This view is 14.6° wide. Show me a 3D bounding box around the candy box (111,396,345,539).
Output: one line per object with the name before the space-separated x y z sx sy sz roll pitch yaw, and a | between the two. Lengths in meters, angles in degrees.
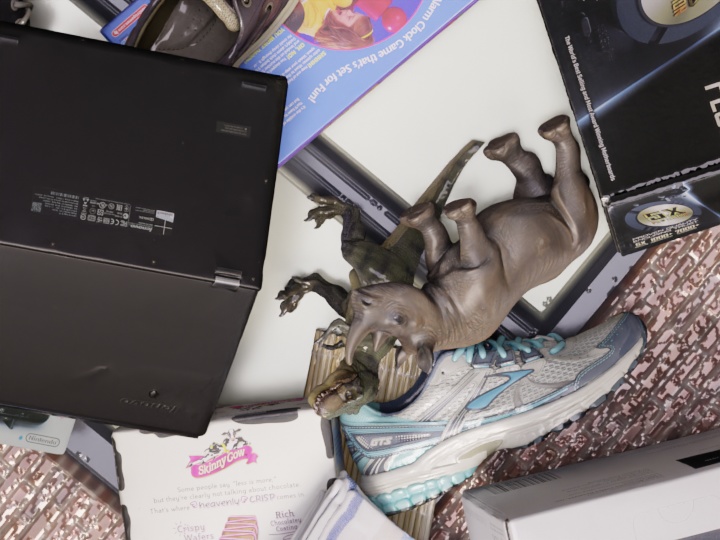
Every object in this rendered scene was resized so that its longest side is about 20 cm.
candy box | -0.070 0.184 1.726 0.136 0.061 0.201 -6 96 5

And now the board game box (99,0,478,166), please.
board game box | -0.039 -0.158 1.714 0.200 0.045 0.135 -39 91 6

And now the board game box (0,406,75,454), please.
board game box | -0.222 -0.002 1.694 0.147 0.064 0.201 14 98 -38

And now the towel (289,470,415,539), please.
towel | 0.014 0.234 1.690 0.200 0.024 0.147 43 70 -29

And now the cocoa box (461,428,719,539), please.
cocoa box | 0.178 0.179 1.669 0.199 0.133 0.132 -13 95 -9

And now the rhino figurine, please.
rhino figurine | 0.066 -0.004 1.680 0.200 0.060 0.088 -39 113 -23

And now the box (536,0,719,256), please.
box | 0.195 -0.133 1.644 0.163 0.086 0.200 -17 68 5

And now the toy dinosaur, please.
toy dinosaur | 0.000 0.000 1.720 0.088 0.047 0.200 18 72 23

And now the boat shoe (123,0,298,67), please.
boat shoe | -0.086 -0.156 1.656 0.072 0.065 0.200 35 88 3

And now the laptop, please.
laptop | -0.156 -0.022 1.636 0.187 0.116 0.201 10 77 -14

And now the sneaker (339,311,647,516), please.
sneaker | 0.078 0.069 1.704 0.200 0.078 0.086 -30 93 0

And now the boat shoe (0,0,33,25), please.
boat shoe | -0.230 -0.142 1.714 0.060 0.074 0.201 19 99 2

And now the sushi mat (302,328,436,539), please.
sushi mat | -0.001 0.143 1.755 0.095 0.012 0.201 11 95 2
